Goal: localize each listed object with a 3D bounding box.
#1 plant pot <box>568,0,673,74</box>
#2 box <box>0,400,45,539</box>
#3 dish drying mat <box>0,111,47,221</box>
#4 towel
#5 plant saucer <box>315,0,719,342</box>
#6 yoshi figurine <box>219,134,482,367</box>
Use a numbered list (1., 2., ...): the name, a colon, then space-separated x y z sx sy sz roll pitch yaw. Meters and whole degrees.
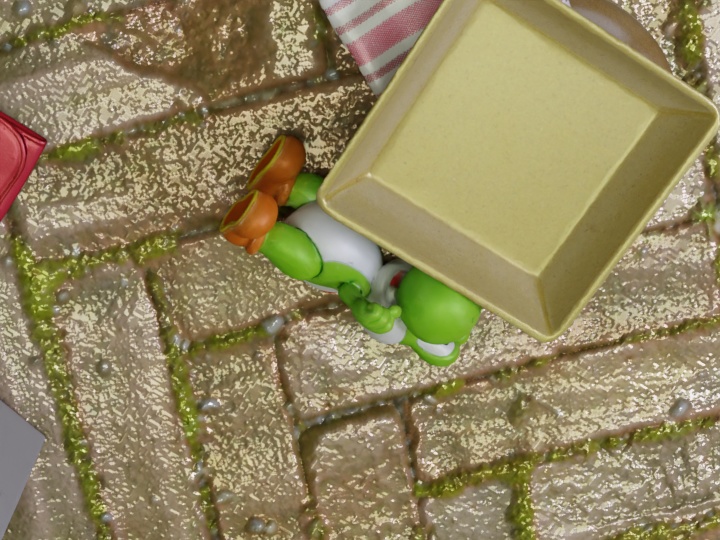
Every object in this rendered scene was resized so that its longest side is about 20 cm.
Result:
1. plant pot: 0.128 -0.098 1.036 0.199 0.028 0.201 0 110 -1
2. box: -0.317 0.172 1.043 0.124 0.200 0.097 -43 104 14
3. dish drying mat: -0.308 -0.032 1.065 0.077 0.018 0.200 33 107 -10
4. towel: 0.073 -0.150 0.987 0.146 0.030 0.200 -29 108 11
5. plant saucer: 0.102 -0.081 0.978 0.200 0.048 0.200 30 109 -14
6. yoshi figurine: 0.009 -0.009 1.029 0.200 0.112 0.113 37 100 -15
